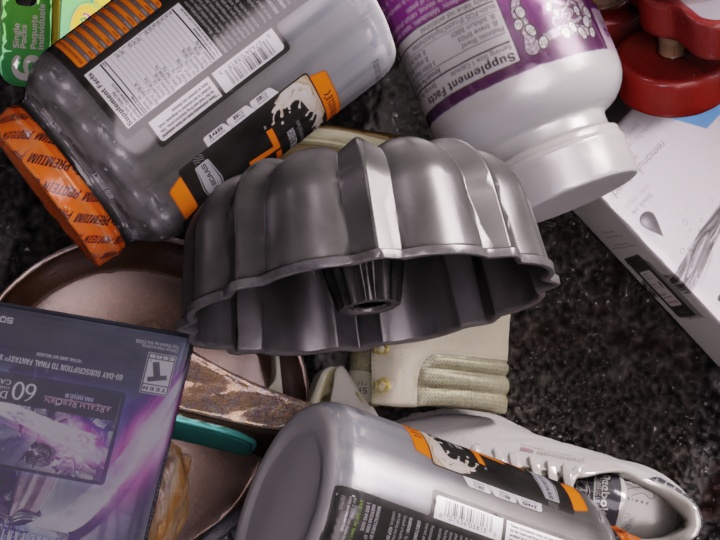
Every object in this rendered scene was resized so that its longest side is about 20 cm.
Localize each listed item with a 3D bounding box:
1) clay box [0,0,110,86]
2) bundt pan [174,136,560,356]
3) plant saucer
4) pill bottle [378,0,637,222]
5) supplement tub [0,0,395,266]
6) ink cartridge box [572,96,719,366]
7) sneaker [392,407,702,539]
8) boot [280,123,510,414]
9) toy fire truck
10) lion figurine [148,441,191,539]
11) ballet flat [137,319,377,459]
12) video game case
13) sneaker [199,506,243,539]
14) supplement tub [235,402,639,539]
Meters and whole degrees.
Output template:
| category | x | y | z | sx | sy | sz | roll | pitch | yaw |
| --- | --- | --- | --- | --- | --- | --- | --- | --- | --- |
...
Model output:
| category | x | y | z | sx | sy | sz | roll | pitch | yaw |
| --- | --- | --- | --- | --- | --- | --- | --- | --- | --- |
| clay box | -0.100 | -0.156 | 1.599 | 0.199 | 0.048 | 0.115 | 1 | 88 | -14 |
| bundt pan | -0.001 | -0.016 | 1.480 | 0.201 | 0.202 | 0.076 | -5 | 76 | -13 |
| plant saucer | -0.128 | 0.080 | 1.593 | 0.200 | 0.034 | 0.201 | 1 | 87 | -13 |
| pill bottle | 0.077 | -0.129 | 1.559 | 0.112 | 0.112 | 0.200 | -21 | 83 | -13 |
| supplement tub | -0.091 | -0.100 | 1.516 | 0.200 | 0.123 | 0.123 | -38 | 97 | -7 |
| ink cartridge box | 0.219 | -0.025 | 1.659 | 0.200 | 0.067 | 0.116 | 46 | 78 | -8 |
| sneaker | 0.096 | 0.123 | 1.621 | 0.199 | 0.080 | 0.077 | 10 | 88 | -11 |
| boot | 0.000 | 0.000 | 1.608 | 0.199 | 0.072 | 0.155 | 10 | 89 | -13 |
| toy fire truck | 0.197 | -0.183 | 1.607 | 0.168 | 0.200 | 0.112 | -19 | 127 | -18 |
| lion figurine | -0.193 | 0.136 | 1.525 | 0.199 | 0.072 | 0.123 | 9 | 78 | -8 |
| ballet flat | -0.042 | 0.077 | 1.565 | 0.200 | 0.068 | 0.067 | 22 | 68 | -14 |
| video game case | -0.178 | 0.116 | 1.494 | 0.142 | 0.019 | 0.201 | 9 | 67 | 7 |
| sneaker | -0.091 | 0.219 | 1.577 | 0.066 | 0.078 | 0.200 | 25 | 86 | 5 |
| supplement tub | 0.045 | 0.154 | 1.472 | 0.200 | 0.122 | 0.123 | 21 | 84 | -22 |
